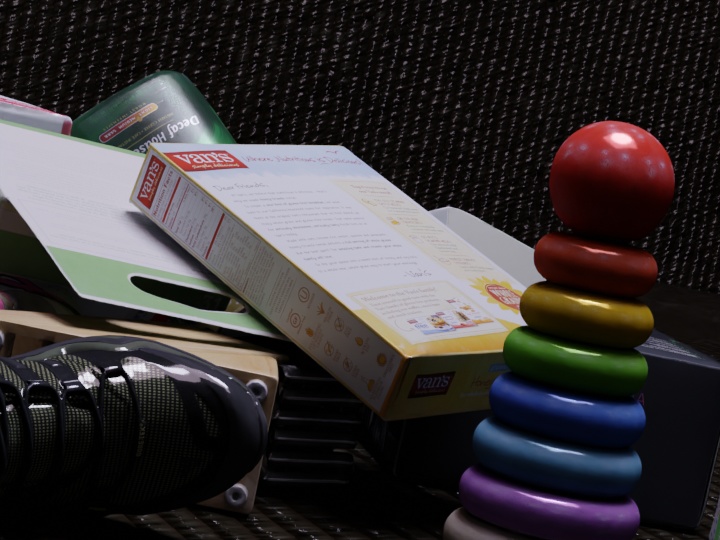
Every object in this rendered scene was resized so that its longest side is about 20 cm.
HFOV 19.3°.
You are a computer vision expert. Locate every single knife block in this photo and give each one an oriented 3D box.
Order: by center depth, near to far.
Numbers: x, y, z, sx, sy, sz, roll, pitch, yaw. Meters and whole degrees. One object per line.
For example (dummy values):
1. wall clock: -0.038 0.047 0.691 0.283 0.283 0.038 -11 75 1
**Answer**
1. knife block: -0.092 0.059 0.994 0.200 0.064 0.176 11 4 -5

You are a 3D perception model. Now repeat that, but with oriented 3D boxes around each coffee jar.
1. coffee jar: -0.084 -0.014 1.204 0.200 0.104 0.085 48 -21 22

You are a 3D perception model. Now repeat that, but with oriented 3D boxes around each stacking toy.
1. stacking toy: 0.097 0.035 0.918 0.085 0.200 0.085 12 5 -1

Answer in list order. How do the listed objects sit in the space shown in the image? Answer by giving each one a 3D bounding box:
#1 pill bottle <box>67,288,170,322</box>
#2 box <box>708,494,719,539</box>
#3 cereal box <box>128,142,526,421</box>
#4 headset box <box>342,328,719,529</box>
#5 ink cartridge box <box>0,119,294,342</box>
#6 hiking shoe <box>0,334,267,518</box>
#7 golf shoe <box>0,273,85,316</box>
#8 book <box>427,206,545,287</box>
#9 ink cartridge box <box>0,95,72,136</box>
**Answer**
1. pill bottle: -0.154 -0.011 1.382 0.112 0.112 0.200 15 6 36
2. box: 0.282 0.065 1.050 0.176 0.200 0.097 13 5 3
3. cereal box: 0.000 0.000 1.038 0.144 0.040 0.200 -2 32 -47
4. headset box: 0.094 0.068 1.181 0.174 0.093 0.200 12 5 -11
5. ink cartridge box: -0.119 -0.006 1.043 0.145 0.048 0.200 13 24 -35
6. hiking shoe: -0.135 0.068 0.805 0.200 0.076 0.101 3 14 -3
7. golf shoe: -0.187 0.030 1.064 0.092 0.073 0.200 12 9 -33
8. book: 0.017 0.012 1.337 0.200 0.048 0.134 -11 -26 39
9. ink cartridge box: -0.248 -0.038 1.245 0.083 0.145 0.200 9 6 -26
